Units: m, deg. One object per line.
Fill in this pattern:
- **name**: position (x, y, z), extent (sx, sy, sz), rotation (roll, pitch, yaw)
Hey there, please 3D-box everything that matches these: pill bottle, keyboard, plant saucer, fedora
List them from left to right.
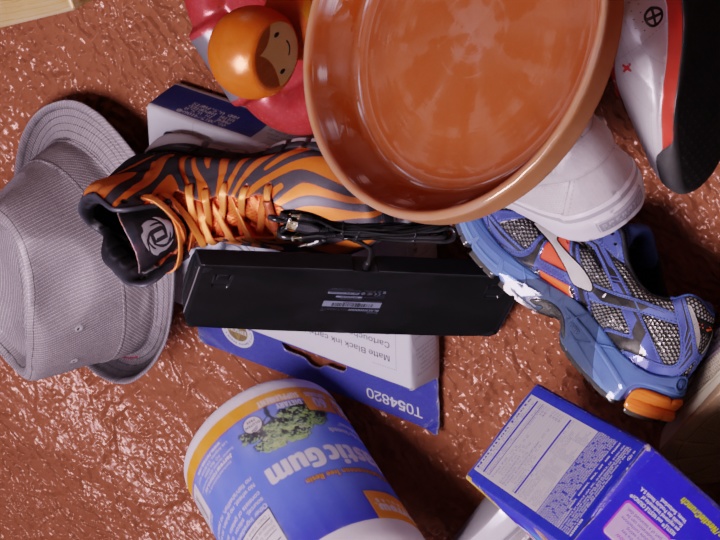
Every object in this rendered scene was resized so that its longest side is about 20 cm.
- **fedora**: position (-0.201, -0.003, 1.761), extent (0.177, 0.090, 0.200), rotation (52, 147, 20)
- **pill bottle**: position (-0.022, 0.171, 1.693), extent (0.200, 0.112, 0.112), rotation (55, 147, 39)
- **keyboard**: position (0.000, 0.000, 1.577), extent (0.127, 0.199, 0.021), rotation (115, 153, -56)
- **plant saucer**: position (0.053, -0.121, 1.386), extent (0.200, 0.032, 0.202), rotation (-12, 72, 40)

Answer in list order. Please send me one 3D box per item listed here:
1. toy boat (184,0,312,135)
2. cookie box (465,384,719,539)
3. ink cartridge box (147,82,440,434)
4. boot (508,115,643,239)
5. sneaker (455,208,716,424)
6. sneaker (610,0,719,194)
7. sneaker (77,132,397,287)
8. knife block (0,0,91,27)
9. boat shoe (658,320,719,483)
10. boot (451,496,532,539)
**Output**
- **toy boat**: position (-0.034, -0.139, 1.525), extent (0.200, 0.131, 0.131), rotation (-25, 102, 47)
- **cookie box**: position (0.163, 0.158, 1.516), extent (0.171, 0.075, 0.200), rotation (42, 176, -14)
- **ink cartridge box**: position (-0.041, 0.001, 1.697), extent (0.199, 0.041, 0.201), rotation (19, 129, 29)
- **boot**: position (0.070, -0.085, 1.473), extent (0.200, 0.074, 0.096), rotation (20, 147, 53)
- **sneaker**: position (0.128, -0.003, 1.523), extent (0.079, 0.075, 0.200), rotation (-51, 58, 13)
- **sneaker**: position (0.134, -0.142, 1.434), extent (0.108, 0.067, 0.202), rotation (15, 128, 37)
- **sneaker**: position (-0.081, -0.027, 1.598), extent (0.199, 0.112, 0.078), rotation (3, 115, 37)
- **knife block**: position (-0.177, -0.183, 1.648), extent (0.175, 0.064, 0.201), rotation (40, 137, 21)
- **boat shoe**: position (0.226, 0.035, 1.479), extent (0.072, 0.065, 0.200), rotation (17, 131, -28)
- **boot**: position (0.097, 0.196, 1.710), extent (0.095, 0.074, 0.200), rotation (37, 143, 2)
